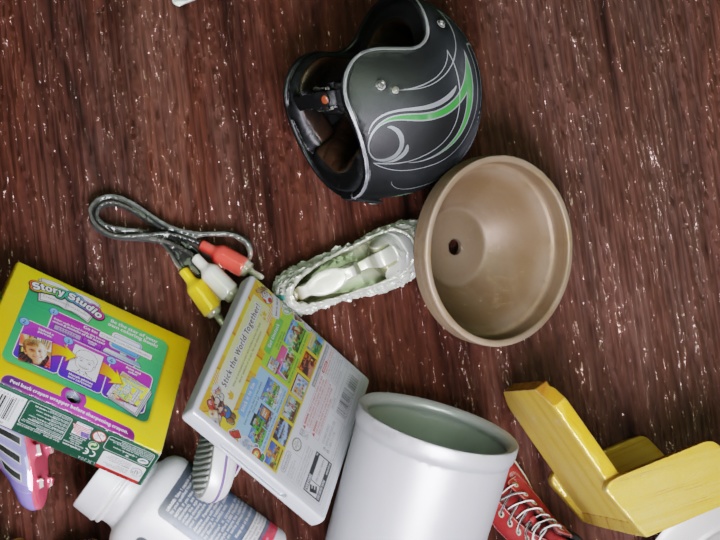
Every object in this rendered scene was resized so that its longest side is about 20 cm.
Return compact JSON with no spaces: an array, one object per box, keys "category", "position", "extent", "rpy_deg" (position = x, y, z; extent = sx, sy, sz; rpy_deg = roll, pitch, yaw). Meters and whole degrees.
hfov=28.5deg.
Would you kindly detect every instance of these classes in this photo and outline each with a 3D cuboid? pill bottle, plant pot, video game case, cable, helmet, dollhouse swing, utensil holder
[{"category":"pill bottle","position":[-0.187,0.261,1.448],"extent":[0.200,0.120,0.120],"rpy_deg":[37,80,-4]},{"category":"plant pot","position":[0.125,-0.022,1.521],"extent":[0.200,0.092,0.203],"rpy_deg":[-2,94,-33]},{"category":"video game case","position":[-0.081,0.130,1.444],"extent":[0.182,0.023,0.201],"rpy_deg":[43,40,-20]},{"category":"cable","position":[-0.192,-0.031,1.509],"extent":[0.200,0.050,0.097],"rpy_deg":[38,79,-5]},{"category":"helmet","position":[0.036,-0.183,1.492],"extent":[0.190,0.200,0.201],"rpy_deg":[-28,89,-26]},{"category":"dollhouse swing","position":[0.276,0.173,1.488],"extent":[0.181,0.200,0.177],"rpy_deg":[-20,87,-10]},{"category":"utensil holder","position":[0.053,0.247,1.444],"extent":[0.169,0.170,0.202],"rpy_deg":[14,101,-7]}]

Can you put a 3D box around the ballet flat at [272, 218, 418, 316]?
[{"category":"ballet flat","position":[0.000,0.000,1.530],"extent":[0.199,0.072,0.072],"rpy_deg":[-24,89,-11]}]

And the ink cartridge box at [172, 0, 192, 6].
[{"category":"ink cartridge box","position":[-0.189,-0.404,1.537],"extent":[0.114,0.068,0.201],"rpy_deg":[-23,89,-10]}]

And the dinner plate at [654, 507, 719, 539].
[{"category":"dinner plate","position":[0.383,0.321,1.525],"extent":[0.199,0.024,0.202],"rpy_deg":[-11,120,-20]}]

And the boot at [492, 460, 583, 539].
[{"category":"boot","position":[0.168,0.249,1.493],"extent":[0.072,0.144,0.200],"rpy_deg":[-39,90,-9]}]

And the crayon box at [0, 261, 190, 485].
[{"category":"crayon box","position":[-0.283,0.100,1.415],"extent":[0.199,0.173,0.058],"rpy_deg":[26,124,-14]}]

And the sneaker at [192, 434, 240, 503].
[{"category":"sneaker","position":[-0.104,0.165,1.452],"extent":[0.114,0.073,0.201],"rpy_deg":[24,41,-12]}]

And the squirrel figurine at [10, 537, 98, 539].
[{"category":"squirrel figurine","position":[-0.315,0.366,1.423],"extent":[0.185,0.141,0.202],"rpy_deg":[-14,88,-21]}]

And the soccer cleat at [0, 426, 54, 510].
[{"category":"soccer cleat","position":[-0.369,0.151,1.461],"extent":[0.076,0.067,0.202],"rpy_deg":[-13,85,0]}]
